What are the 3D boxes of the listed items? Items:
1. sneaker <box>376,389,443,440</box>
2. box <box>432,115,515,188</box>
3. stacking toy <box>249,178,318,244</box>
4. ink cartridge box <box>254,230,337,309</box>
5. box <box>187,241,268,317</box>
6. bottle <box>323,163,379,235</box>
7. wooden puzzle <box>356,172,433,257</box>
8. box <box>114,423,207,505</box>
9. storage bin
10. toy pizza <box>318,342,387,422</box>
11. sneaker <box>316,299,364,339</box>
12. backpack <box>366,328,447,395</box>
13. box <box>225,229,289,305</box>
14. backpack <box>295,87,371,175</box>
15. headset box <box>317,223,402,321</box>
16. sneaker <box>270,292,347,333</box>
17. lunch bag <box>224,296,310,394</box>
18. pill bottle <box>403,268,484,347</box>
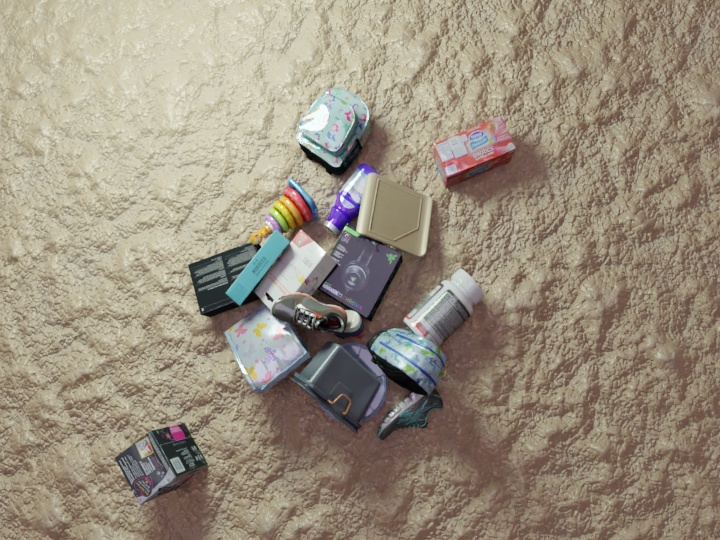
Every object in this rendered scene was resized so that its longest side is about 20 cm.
[{"bbox_3d":[0.128,0.369,1.438,0.199,0.078,0.092,-41,82,-1],"label":"sneaker"},{"bbox_3d":[0.300,-0.316,1.525,0.196,0.095,0.105,-23,78,1],"label":"box"},{"bbox_3d":[-0.216,-0.135,1.521,0.199,0.117,0.110,-41,76,-15],"label":"stacking toy"},{"bbox_3d":[-0.167,0.016,1.457,0.116,0.067,0.201,39,90,35],"label":"ink cartridge box"},{"bbox_3d":[-0.349,0.025,1.545,0.195,0.079,0.145,-19,77,2],"label":"box"},{"bbox_3d":[-0.024,-0.191,1.553,0.083,0.065,0.202,37,86,9],"label":"bottle"},{"bbox_3d":[0.091,-0.144,1.504,0.195,0.037,0.190,18,63,-14],"label":"wooden puzzle"},{"bbox_3d":[-0.490,0.478,1.418,0.114,0.200,0.134,-36,78,0],"label":"box"},{"bbox_3d":[-0.049,0.276,1.385,0.199,0.145,0.135,42,75,-19],"label":"storage bin"},{"bbox_3d":[-0.025,0.293,1.487,0.194,0.032,0.207,-1,81,5],"label":"toy pizza"},{"bbox_3d":[-0.075,0.139,1.504,0.196,0.085,0.076,15,63,33],"label":"sneaker"},{"bbox_3d":[0.119,0.221,1.373,0.153,0.200,0.164,-42,104,1],"label":"backpack"},{"bbox_3d":[-0.259,-0.010,1.451,0.049,0.082,0.201,38,91,-8],"label":"box"},{"bbox_3d":[-0.067,-0.393,1.558,0.176,0.151,0.202,35,80,12],"label":"backpack"},{"bbox_3d":[0.000,0.000,1.504,0.171,0.093,0.203,30,84,10],"label":"headset box"},{"bbox_3d":[-0.121,0.108,1.376,0.194,0.082,0.079,10,105,-11],"label":"sneaker"},{"bbox_3d":[-0.230,0.200,1.455,0.168,0.128,0.201,-38,48,-2],"label":"lunch bag"},{"bbox_3d":[0.215,0.101,1.453,0.199,0.114,0.114,-43,79,-2],"label":"pill bottle"}]
